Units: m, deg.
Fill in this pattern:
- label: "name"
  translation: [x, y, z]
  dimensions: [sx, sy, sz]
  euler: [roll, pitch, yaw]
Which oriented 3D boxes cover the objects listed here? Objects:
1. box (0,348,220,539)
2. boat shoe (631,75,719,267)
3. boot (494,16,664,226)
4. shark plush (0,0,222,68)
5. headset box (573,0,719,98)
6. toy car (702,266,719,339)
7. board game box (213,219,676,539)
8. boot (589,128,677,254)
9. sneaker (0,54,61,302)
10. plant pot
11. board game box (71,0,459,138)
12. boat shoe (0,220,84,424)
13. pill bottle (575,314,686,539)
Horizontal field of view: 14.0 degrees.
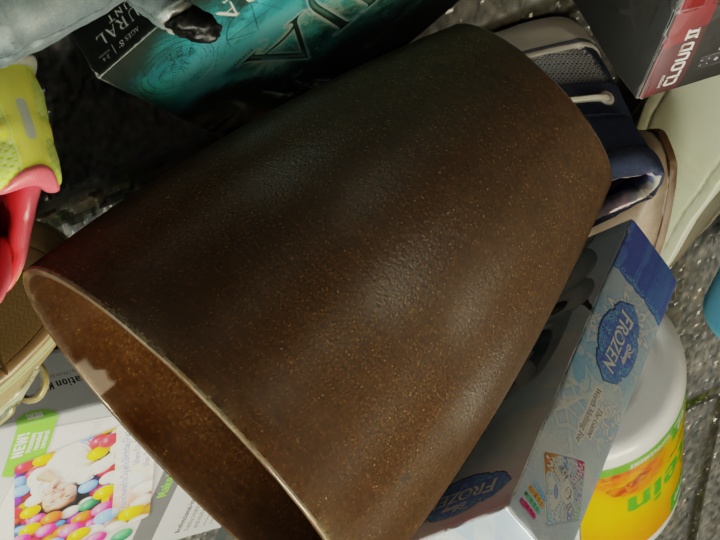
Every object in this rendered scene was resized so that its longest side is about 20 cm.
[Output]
- label: "box"
  translation: [-0.137, 0.091, 1.422]
  dimensions: [0.199, 0.041, 0.156]
  euler: [-12, 148, -30]
- label: "boat shoe"
  translation: [0.152, -0.049, 1.435]
  dimensions: [0.060, 0.072, 0.202]
  euler: [-31, 167, -38]
- label: "boot"
  translation: [0.035, -0.045, 1.304]
  dimensions: [0.199, 0.091, 0.073]
  euler: [-21, 152, -18]
- label: "shark plush"
  translation: [-0.073, -0.109, 1.058]
  dimensions: [0.199, 0.084, 0.091]
  euler: [-2, 147, -19]
- label: "headset box"
  translation: [0.187, -0.164, 1.267]
  dimensions: [0.199, 0.077, 0.149]
  euler: [-17, 150, -23]
- label: "toy car"
  translation: [0.314, -0.029, 1.546]
  dimensions: [0.200, 0.177, 0.185]
  euler: [-22, 143, -44]
- label: "board game box"
  translation: [0.027, 0.082, 1.285]
  dimensions: [0.200, 0.043, 0.199]
  euler: [-25, -157, 36]
- label: "boot"
  translation: [0.053, 0.000, 1.404]
  dimensions: [0.146, 0.070, 0.200]
  euler: [-3, 147, -20]
- label: "sneaker"
  translation: [-0.176, -0.008, 1.156]
  dimensions: [0.078, 0.090, 0.200]
  euler: [-9, 148, -38]
- label: "plant pot"
  translation: [0.000, 0.000, 1.176]
  dimensions: [0.200, 0.187, 0.187]
  euler: [-45, 156, -14]
- label: "board game box"
  translation: [-0.001, -0.129, 1.151]
  dimensions: [0.200, 0.028, 0.135]
  euler: [-39, 153, 15]
- label: "boat shoe"
  translation: [-0.188, 0.046, 1.267]
  dimensions: [0.200, 0.073, 0.063]
  euler: [-35, 161, 22]
- label: "pill bottle"
  translation: [0.122, 0.095, 1.607]
  dimensions: [0.111, 0.111, 0.200]
  euler: [-26, 153, -8]
